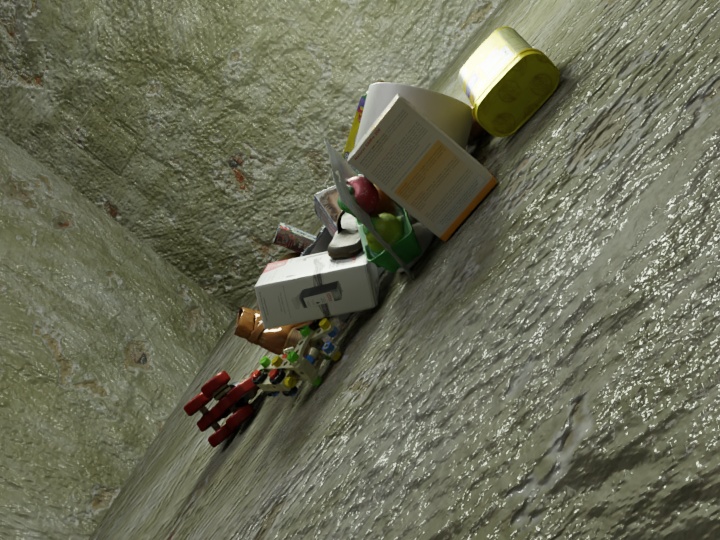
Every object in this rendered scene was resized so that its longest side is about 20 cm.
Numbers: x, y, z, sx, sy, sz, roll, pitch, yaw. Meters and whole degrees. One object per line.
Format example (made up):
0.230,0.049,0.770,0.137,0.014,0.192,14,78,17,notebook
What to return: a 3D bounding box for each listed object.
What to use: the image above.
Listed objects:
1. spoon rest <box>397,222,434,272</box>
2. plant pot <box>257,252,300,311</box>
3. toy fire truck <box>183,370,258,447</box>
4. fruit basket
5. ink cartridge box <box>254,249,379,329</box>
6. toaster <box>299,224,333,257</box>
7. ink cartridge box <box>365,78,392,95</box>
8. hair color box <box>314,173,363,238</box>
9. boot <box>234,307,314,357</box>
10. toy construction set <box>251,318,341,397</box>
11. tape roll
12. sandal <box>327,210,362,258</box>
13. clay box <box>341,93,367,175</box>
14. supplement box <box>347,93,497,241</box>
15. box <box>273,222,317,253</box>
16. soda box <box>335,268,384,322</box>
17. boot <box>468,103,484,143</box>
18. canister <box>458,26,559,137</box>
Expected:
0.080,-0.053,1.323,0.100,0.060,0.200,-52,22,5,spoon rest
-0.144,0.061,1.640,0.027,0.201,0.201,12,57,38,plant pot
-0.275,0.280,1.639,0.200,0.112,0.168,-44,-7,35,toy fire truck
0.008,-0.094,1.187,0.094,0.200,0.186,-38,37,18,fruit basket
-0.071,0.025,1.311,0.198,0.085,0.146,-10,16,6,ink cartridge box
-0.055,-0.016,1.536,0.201,0.129,0.114,-57,2,-32,toaster
0.085,-0.290,1.616,0.201,0.164,0.075,101,-165,-45,ink cartridge box
0.017,-0.140,1.501,0.199,0.100,0.061,-26,-30,-17,hair color box
-0.176,0.116,1.519,0.200,0.154,0.077,-93,24,-71,boot
-0.115,0.158,1.303,0.132,0.092,0.200,-57,10,-28,toy construction set
0.096,-0.246,1.367,0.203,0.201,0.140,-148,72,-81,tape roll
-0.018,-0.085,1.352,0.081,0.055,0.200,-6,26,21,sandal
0.028,-0.258,1.565,0.047,0.115,0.201,-33,-25,-39,clay box
0.094,-0.159,1.155,0.126,0.200,0.074,-48,10,15,supplement box
-0.096,-0.050,1.677,0.137,0.199,0.040,-120,52,-79,box
0.000,0.000,1.441,0.200,0.063,0.068,-52,9,-4,soda box
0.237,-0.321,1.490,0.155,0.077,0.200,-42,6,27,boot
0.248,-0.332,1.292,0.149,0.086,0.200,-46,24,21,canister
